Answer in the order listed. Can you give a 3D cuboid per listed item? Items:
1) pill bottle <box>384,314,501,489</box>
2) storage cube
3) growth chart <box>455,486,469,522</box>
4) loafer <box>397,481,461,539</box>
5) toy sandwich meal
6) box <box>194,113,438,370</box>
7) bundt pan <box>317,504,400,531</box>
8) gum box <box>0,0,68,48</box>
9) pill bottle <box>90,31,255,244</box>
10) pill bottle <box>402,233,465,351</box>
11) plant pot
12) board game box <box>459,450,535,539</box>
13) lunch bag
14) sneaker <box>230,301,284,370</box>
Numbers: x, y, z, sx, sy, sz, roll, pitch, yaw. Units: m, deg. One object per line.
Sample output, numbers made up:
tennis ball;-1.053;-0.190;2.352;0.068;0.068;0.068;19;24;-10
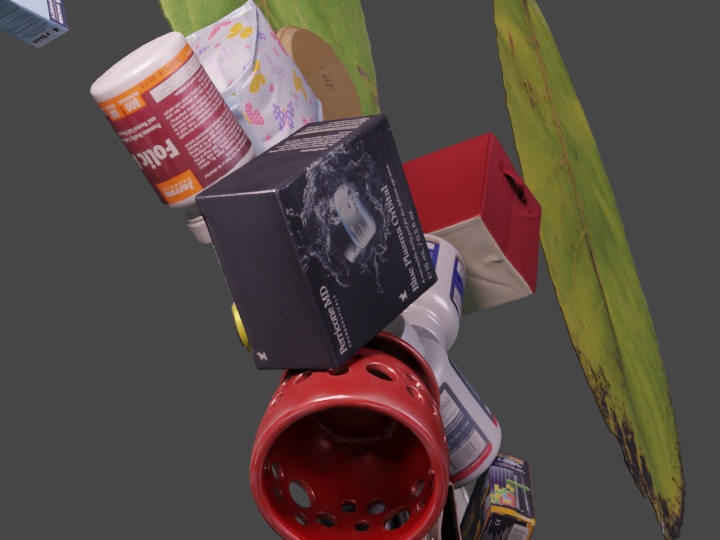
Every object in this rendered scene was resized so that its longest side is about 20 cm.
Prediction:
pill bottle;0.066;0.148;1.644;0.200;0.119;0.120;53;25;-28
storage cube;0.144;-0.057;2.064;0.171;0.199;0.180;52;32;-33
growth chart;0.115;0.317;1.850;0.145;0.018;0.201;39;35;-49
loafer;0.091;0.322;1.523;0.072;0.063;0.201;25;46;-60
toy sandwich meal;-0.067;-0.233;1.922;0.205;0.070;0.206;44;31;-35
box;-0.040;-0.030;1.467;0.200;0.117;0.198;-39;117;-44
bundt pan;0.034;0.334;1.569;0.202;0.075;0.203;50;28;-38
gum box;-0.366;-0.320;1.337;0.200;0.044;0.171;23;47;-61
pill bottle;-0.181;-0.135;1.487;0.201;0.114;0.114;58;23;-19
pill bottle;0.074;0.050;1.884;0.120;0.119;0.200;57;24;-23
plant pot;-0.009;0.172;1.482;0.201;0.200;0.183;57;14;-21
board game box;0.141;0.331;1.646;0.056;0.201;0.165;18;17;-3
lunch bag;-0.127;-0.185;1.653;0.170;0.127;0.201;54;15;-34
sneaker;-0.060;0.071;1.599;0.200;0.084;0.075;24;48;-57
